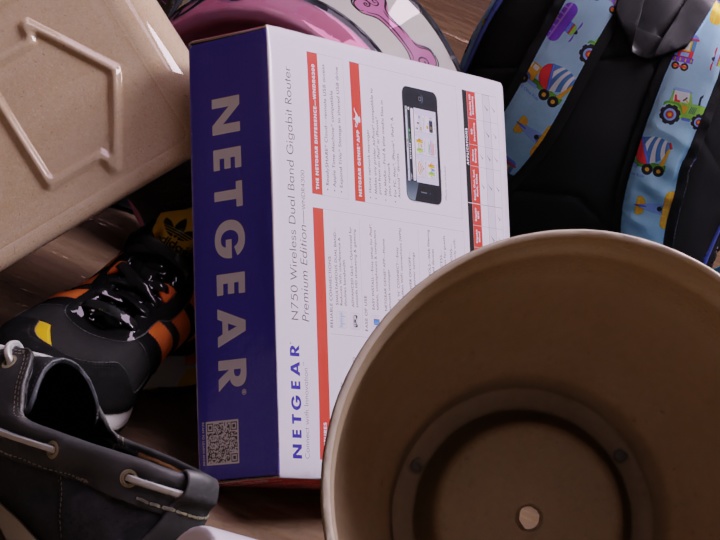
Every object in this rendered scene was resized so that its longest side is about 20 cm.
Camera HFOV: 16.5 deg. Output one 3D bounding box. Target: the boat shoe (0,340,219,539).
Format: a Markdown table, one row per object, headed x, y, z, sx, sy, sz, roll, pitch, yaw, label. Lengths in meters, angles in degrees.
| x | y | z | sx | sy | sz | roll | pitch | yaw | label |
| --- | --- | --- | --- | --- | --- | --- | --- | --- | --- |
| -0.129 | 0.059 | 0.969 | 0.200 | 0.068 | 0.072 | 35 | 18 | 37 | boat shoe |

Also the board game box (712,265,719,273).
| x | y | z | sx | sy | sz | roll | pitch | yaw | label |
| --- | --- | --- | --- | --- | --- | --- | --- | --- | --- |
| 0.221 | 0.061 | 1.289 | 0.151 | 0.047 | 0.200 | 37 | -33 | -19 | board game box |

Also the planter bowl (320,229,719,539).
| x | y | z | sx | sy | sz | roll | pitch | yaw | label |
| --- | --- | --- | --- | --- | --- | --- | --- | --- | --- |
| 0.077 | 0.096 | 0.994 | 0.200 | 0.201 | 0.135 | 25 | -13 | -1 | planter bowl |

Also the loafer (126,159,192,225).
| x | y | z | sx | sy | sz | roll | pitch | yaw | label |
| --- | --- | --- | --- | --- | --- | --- | --- | --- | --- |
| -0.077 | -0.045 | 1.239 | 0.075 | 0.200 | 0.070 | -9 | 50 | 12 | loafer |

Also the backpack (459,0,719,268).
| x | y | z | sx | sy | sz | roll | pitch | yaw | label |
| --- | --- | --- | --- | --- | --- | --- | --- | --- | --- |
| 0.135 | -0.085 | 1.375 | 0.182 | 0.200 | 0.135 | 24 | 25 | 4 | backpack |

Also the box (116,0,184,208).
| x | y | z | sx | sy | sz | roll | pitch | yaw | label |
| --- | --- | --- | --- | --- | --- | --- | --- | --- | --- |
| -0.083 | -0.134 | 1.457 | 0.122 | 0.200 | 0.106 | 18 | 16 | -29 | box |

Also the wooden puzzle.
| x | y | z | sx | sy | sz | roll | pitch | yaw | label |
| --- | --- | --- | --- | --- | --- | --- | --- | --- | --- |
| -0.186 | -0.091 | 1.110 | 0.186 | 0.200 | 0.046 | 58 | -21 | 2 | wooden puzzle |

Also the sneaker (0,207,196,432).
| x | y | z | sx | sy | sz | roll | pitch | yaw | label |
| --- | --- | --- | --- | --- | --- | --- | --- | --- | --- |
| -0.104 | 0.012 | 1.126 | 0.070 | 0.090 | 0.200 | 29 | 14 | 12 | sneaker |

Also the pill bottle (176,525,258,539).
| x | y | z | sx | sy | sz | roll | pitch | yaw | label |
| --- | --- | --- | --- | --- | --- | --- | --- | --- | --- |
| 0.025 | 0.156 | 0.788 | 0.199 | 0.115 | 0.114 | 20 | 15 | -19 | pill bottle |

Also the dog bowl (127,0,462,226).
| x | y | z | sx | sy | sz | roll | pitch | yaw | label |
| --- | --- | --- | --- | --- | --- | --- | --- | --- | --- |
| -0.042 | -0.067 | 1.330 | 0.200 | 0.201 | 0.074 | 30 | 27 | 15 | dog bowl |

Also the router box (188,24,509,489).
| x | y | z | sx | sy | sz | roll | pitch | yaw | label |
| --- | --- | --- | --- | --- | --- | --- | --- | --- | --- |
| 0.000 | 0.000 | 1.146 | 0.049 | 0.201 | 0.179 | -8 | -11 | 38 | router box |
